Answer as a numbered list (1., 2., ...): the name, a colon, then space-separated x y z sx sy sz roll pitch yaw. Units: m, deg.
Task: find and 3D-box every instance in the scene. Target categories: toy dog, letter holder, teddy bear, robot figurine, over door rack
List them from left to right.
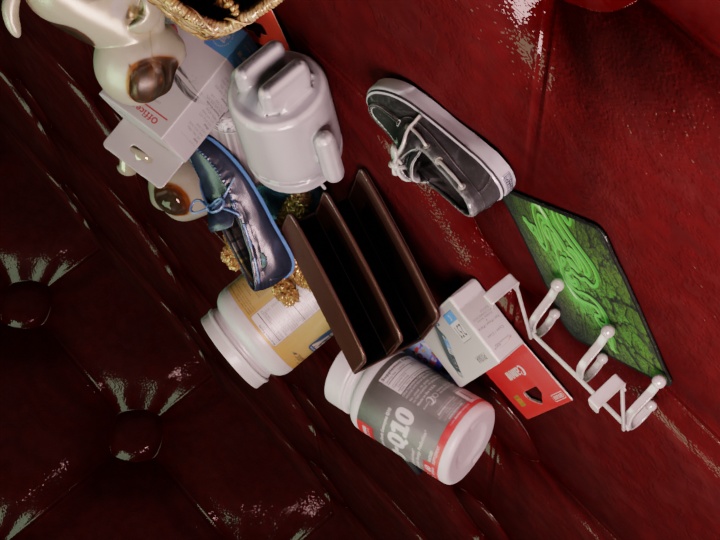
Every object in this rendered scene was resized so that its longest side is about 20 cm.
1. toy dog: -0.268 -0.275 1.577 0.139 0.194 0.201 7 135 54
2. toy dog: -0.242 -0.168 1.967 0.192 0.139 0.202 -4 93 30
3. robot figurine: -0.081 -0.163 1.610 0.170 0.113 0.201 44 164 29
4. teddy bear: -0.084 -0.025 1.849 0.199 0.145 0.067 35 -161 3
5. letter holder: 0.000 0.000 1.705 0.201 0.100 0.142 62 165 9
6. over door rack: 0.207 0.071 1.342 0.148 0.067 0.200 45 -175 22

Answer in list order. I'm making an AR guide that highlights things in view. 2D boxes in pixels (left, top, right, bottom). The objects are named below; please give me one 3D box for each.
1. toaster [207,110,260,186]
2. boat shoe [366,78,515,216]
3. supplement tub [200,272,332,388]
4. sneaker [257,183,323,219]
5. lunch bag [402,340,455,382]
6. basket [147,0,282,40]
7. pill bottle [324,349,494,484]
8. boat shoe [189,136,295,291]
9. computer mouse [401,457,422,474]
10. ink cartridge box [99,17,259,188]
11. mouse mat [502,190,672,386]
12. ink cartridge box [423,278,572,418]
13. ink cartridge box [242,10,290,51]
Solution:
1. toaster: -0.162 -0.193 1.785 0.200 0.113 0.130 41 160 29
2. boat shoe: 0.060 -0.115 1.391 0.199 0.068 0.074 42 163 32
3. supplement tub: -0.102 0.049 1.961 0.145 0.200 0.145 50 -178 -2
4. sneaker: -0.110 -0.097 1.943 0.199 0.081 0.077 -9 119 51
5. lunch bag: 0.060 0.104 1.924 0.150 0.094 0.201 42 149 24
6. basket: -0.155 -0.326 1.381 0.201 0.142 0.149 55 166 -16
7. pill bottle: 0.059 0.172 1.822 0.199 0.114 0.114 29 157 25
8. boat shoe: -0.152 -0.066 1.740 0.201 0.068 0.084 56 157 -7
9. computer mouse: 0.051 0.246 2.337 0.141 0.046 0.200 51 178 -15
10. ink cartridge box: -0.219 -0.210 1.690 0.116 0.200 0.067 35 173 27
11. mouse mat: 0.213 0.016 1.369 0.161 0.008 0.201 29 153 55
12. ink cartridge box: 0.152 0.107 1.697 0.177 0.045 0.200 51 166 4
13. ink cartridge box: -0.171 -0.326 1.618 0.162 0.050 0.201 29 151 56
